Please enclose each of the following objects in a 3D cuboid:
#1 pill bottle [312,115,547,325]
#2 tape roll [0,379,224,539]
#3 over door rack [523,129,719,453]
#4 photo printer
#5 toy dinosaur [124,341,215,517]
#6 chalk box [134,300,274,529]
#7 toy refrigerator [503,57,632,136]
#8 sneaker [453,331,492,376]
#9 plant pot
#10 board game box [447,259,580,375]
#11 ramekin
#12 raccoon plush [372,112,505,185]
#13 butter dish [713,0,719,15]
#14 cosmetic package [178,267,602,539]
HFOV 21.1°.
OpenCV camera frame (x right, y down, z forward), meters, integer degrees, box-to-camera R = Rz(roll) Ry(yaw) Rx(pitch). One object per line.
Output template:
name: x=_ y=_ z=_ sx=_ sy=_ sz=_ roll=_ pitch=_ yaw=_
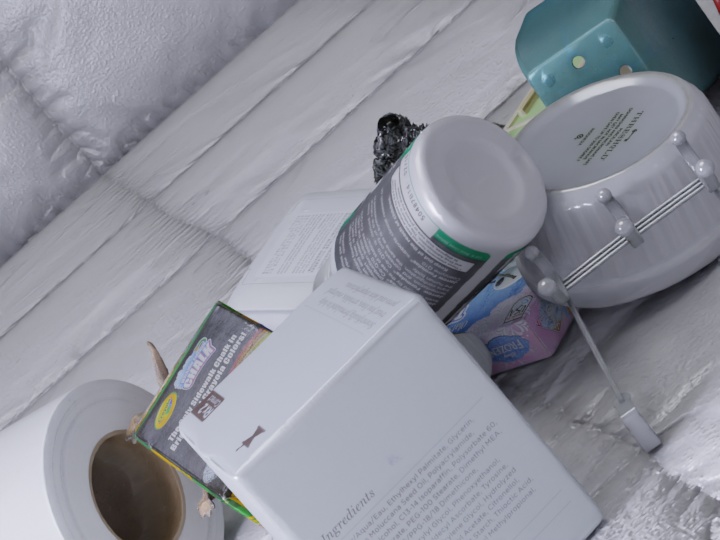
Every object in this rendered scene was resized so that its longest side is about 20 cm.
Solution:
pill bottle: x=0.046 y=-0.019 z=1.455 sx=0.200 sy=0.113 sz=0.113 roll=-48 pitch=5 yaw=49
tape roll: x=-0.231 y=0.208 z=1.613 sx=0.139 sy=0.203 sz=0.203 roll=-30 pitch=19 yaw=33
over door rack: x=0.202 y=0.002 z=1.305 sx=0.147 sy=0.067 sz=0.201 roll=-38 pitch=39 yaw=10
photo printer: x=0.000 y=0.000 z=1.653 sx=0.199 sy=0.070 sz=0.167 roll=-3 pitch=42 yaw=40
toy dinosaur: x=-0.105 y=0.135 z=1.598 sx=0.200 sy=0.135 sz=0.086 roll=34 pitch=108 yaw=36
chalk box: x=-0.073 y=0.115 z=1.434 sx=0.125 sy=0.124 sz=0.200 roll=-57 pitch=33 yaw=-5
toy refrigerator: x=0.182 y=-0.134 z=1.812 sx=0.076 sy=0.070 sz=0.200 roll=-23 pitch=25 yaw=45
sneaker: x=0.019 y=0.121 z=1.508 sx=0.200 sy=0.078 sz=0.077 roll=-43 pitch=11 yaw=-4
plant pot: x=0.217 y=-0.180 z=1.665 sx=0.141 sy=0.142 sz=0.200 roll=-33 pitch=8 yaw=24
board game box: x=0.120 y=0.015 z=1.611 sx=0.199 sy=0.043 sz=0.199 roll=-22 pitch=25 yaw=47
ramekin: x=0.197 y=-0.070 z=1.482 sx=0.201 sy=0.095 sz=0.203 roll=-23 pitch=28 yaw=13
raccoon plush: x=0.092 y=-0.116 z=1.965 sx=0.133 sy=0.098 sz=0.200 roll=0 pitch=8 yaw=13
butter dish: x=0.362 y=-0.274 z=1.635 sx=0.199 sy=0.148 sz=0.200 roll=-33 pitch=17 yaw=24
cosmetic package: x=0.016 y=0.131 z=1.260 sx=0.165 sy=0.200 sz=0.165 roll=-43 pitch=17 yaw=-9
